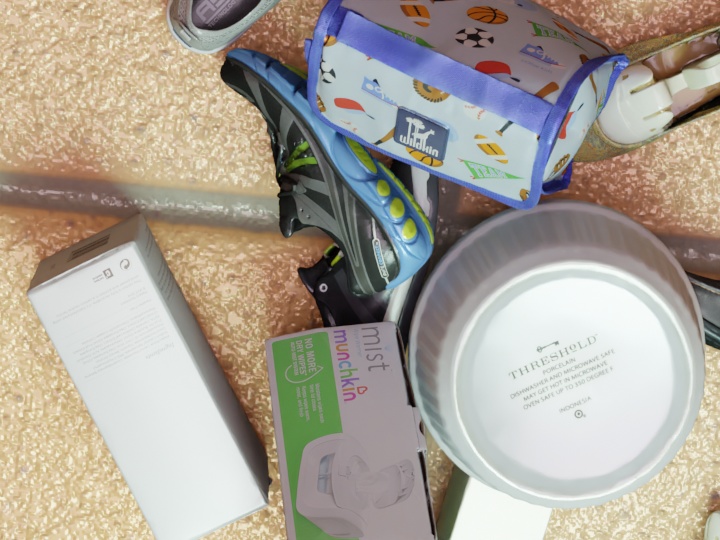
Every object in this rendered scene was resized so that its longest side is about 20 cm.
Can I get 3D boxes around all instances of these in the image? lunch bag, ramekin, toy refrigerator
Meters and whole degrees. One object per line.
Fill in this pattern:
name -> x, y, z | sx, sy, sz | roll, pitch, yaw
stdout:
lunch bag -> 0.064, -0.121, 1.532 | 0.169, 0.200, 0.124 | 25, 99, 9
ramekin -> 0.132, 0.062, 1.569 | 0.201, 0.094, 0.204 | -1, 102, -3
toy refrigerator -> 0.107, 0.131, 1.668 | 0.070, 0.076, 0.201 | 15, 100, -6

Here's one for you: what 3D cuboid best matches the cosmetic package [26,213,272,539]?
cosmetic package -> -0.139, 0.074, 1.629 | 0.085, 0.108, 0.201 | -25, 100, 3

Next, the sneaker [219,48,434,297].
sneaker -> -0.035, -0.066, 1.593 | 0.083, 0.071, 0.200 | -42, 74, 18

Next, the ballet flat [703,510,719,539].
ballet flat -> 0.284, 0.181, 1.701 | 0.200, 0.068, 0.067 | -42, 81, 1

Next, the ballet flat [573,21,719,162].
ballet flat -> 0.216, -0.126, 1.625 | 0.199, 0.071, 0.071 | -22, 102, 2

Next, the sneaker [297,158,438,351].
sneaker -> 0.000, 0.000, 1.638 | 0.082, 0.072, 0.201 | 12, 101, -4

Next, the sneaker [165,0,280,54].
sneaker -> -0.049, -0.217, 1.585 | 0.075, 0.082, 0.200 | 37, 98, -9

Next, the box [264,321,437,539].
box -> 0.000, 0.167, 1.577 | 0.096, 0.201, 0.177 | -8, 133, -1

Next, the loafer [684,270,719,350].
loafer -> 0.272, 0.028, 1.663 | 0.199, 0.073, 0.073 | 27, 91, -17
